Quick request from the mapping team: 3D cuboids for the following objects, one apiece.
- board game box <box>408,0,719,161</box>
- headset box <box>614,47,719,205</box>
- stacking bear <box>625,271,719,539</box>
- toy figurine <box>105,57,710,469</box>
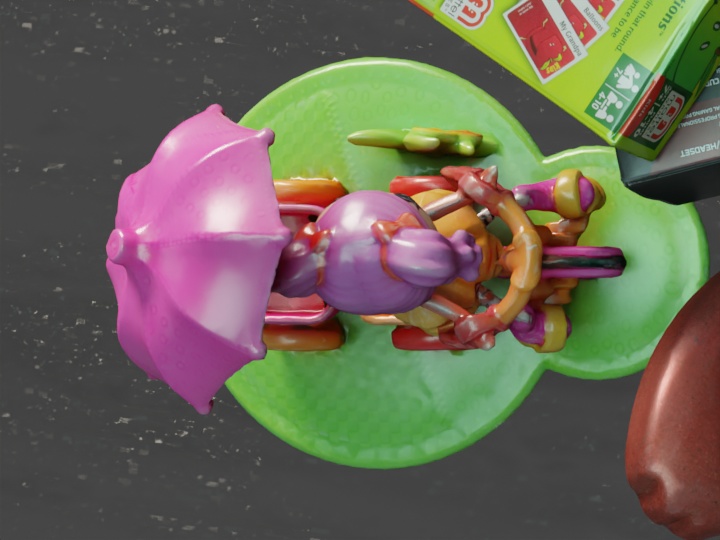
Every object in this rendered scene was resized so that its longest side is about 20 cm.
[{"bbox_3d":[0.102,-0.147,0.850,0.101,0.048,0.200,37,99,20],"label":"board game box"},{"bbox_3d":[0.149,-0.117,0.895,0.148,0.077,0.201,-14,82,20],"label":"headset box"},{"bbox_3d":[0.188,0.023,0.822,0.121,0.200,0.114,23,66,-20],"label":"stacking bear"},{"bbox_3d":[0.000,0.000,0.904,0.199,0.184,0.151,1,92,19],"label":"toy figurine"}]
